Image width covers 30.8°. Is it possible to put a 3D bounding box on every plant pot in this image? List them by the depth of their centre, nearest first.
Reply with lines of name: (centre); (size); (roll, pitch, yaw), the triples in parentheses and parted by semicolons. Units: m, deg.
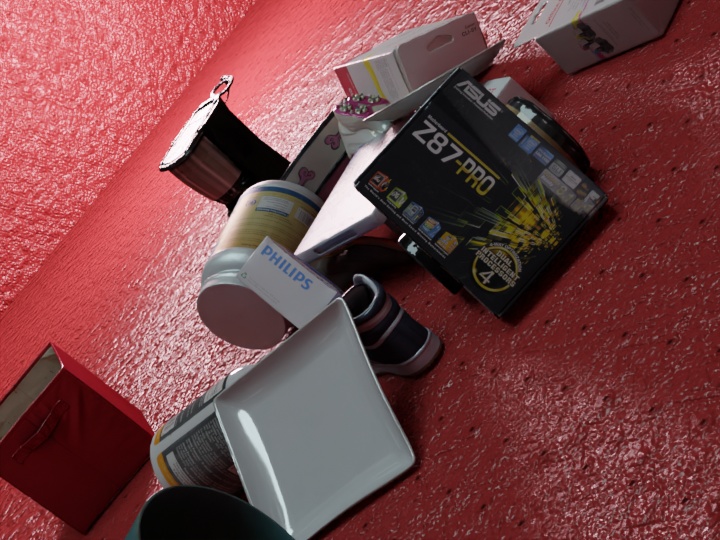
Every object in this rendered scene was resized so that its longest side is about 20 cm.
plant pot: (-0.148, 0.317, 1.146); (0.161, 0.200, 0.201); (-53, 17, 20)

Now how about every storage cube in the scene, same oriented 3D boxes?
storage cube: (-0.416, 0.235, 1.846); (0.171, 0.180, 0.200); (-50, 21, -5)

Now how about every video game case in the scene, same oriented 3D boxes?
video game case: (0.011, -0.106, 1.578); (0.182, 0.022, 0.200); (-26, 28, 53)

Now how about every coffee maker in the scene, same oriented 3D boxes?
coffee maker: (-0.187, -0.175, 2.085); (0.192, 0.200, 0.135); (-53, 23, -5)

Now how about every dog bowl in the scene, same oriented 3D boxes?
dog bowl: (-0.046, -0.145, 1.851); (0.200, 0.074, 0.200); (-53, -2, -3)

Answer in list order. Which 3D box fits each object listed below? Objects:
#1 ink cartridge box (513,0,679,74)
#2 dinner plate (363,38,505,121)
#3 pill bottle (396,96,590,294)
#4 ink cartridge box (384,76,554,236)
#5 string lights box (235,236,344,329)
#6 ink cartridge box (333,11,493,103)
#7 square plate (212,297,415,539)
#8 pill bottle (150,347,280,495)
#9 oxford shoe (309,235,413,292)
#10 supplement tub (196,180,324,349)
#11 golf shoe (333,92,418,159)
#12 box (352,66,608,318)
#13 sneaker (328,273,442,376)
ink cartridge box: (0.286, -0.309, 1.550); (0.200, 0.068, 0.115); (-15, 38, 56)
dinner plate: (0.094, -0.226, 1.605); (0.200, 0.024, 0.200); (-28, 5, 3)
pill bottle: (0.136, -0.075, 1.372); (0.200, 0.112, 0.112); (-48, 20, 2)
ink cartridge box: (0.117, -0.127, 1.544); (0.200, 0.083, 0.145); (-53, 19, -11)
string lights box: (-0.063, 0.027, 1.476); (0.059, 0.103, 0.200); (-51, -12, 0)
ink cartridge box: (0.074, -0.294, 1.870); (0.145, 0.083, 0.200); (-29, 13, -21)
square plate: (-0.047, 0.162, 1.319); (0.200, 0.028, 0.198); (-39, 57, 23)
pill bottle: (-0.133, 0.176, 1.465); (0.200, 0.116, 0.116); (-38, 23, 26)
oxford shoe: (0.000, 0.000, 1.612); (0.200, 0.071, 0.073); (-10, 73, 52)
supplement tub: (-0.126, -0.008, 1.739); (0.145, 0.145, 0.200); (-30, 27, 41)
golf shoe: (0.053, -0.168, 1.701); (0.200, 0.092, 0.075); (22, 39, 36)
box: (0.118, -0.076, 1.294); (0.161, 0.200, 0.049); (-47, -8, 0)
sneaker: (-0.005, 0.064, 1.413); (0.200, 0.108, 0.070); (-12, 41, 59)
